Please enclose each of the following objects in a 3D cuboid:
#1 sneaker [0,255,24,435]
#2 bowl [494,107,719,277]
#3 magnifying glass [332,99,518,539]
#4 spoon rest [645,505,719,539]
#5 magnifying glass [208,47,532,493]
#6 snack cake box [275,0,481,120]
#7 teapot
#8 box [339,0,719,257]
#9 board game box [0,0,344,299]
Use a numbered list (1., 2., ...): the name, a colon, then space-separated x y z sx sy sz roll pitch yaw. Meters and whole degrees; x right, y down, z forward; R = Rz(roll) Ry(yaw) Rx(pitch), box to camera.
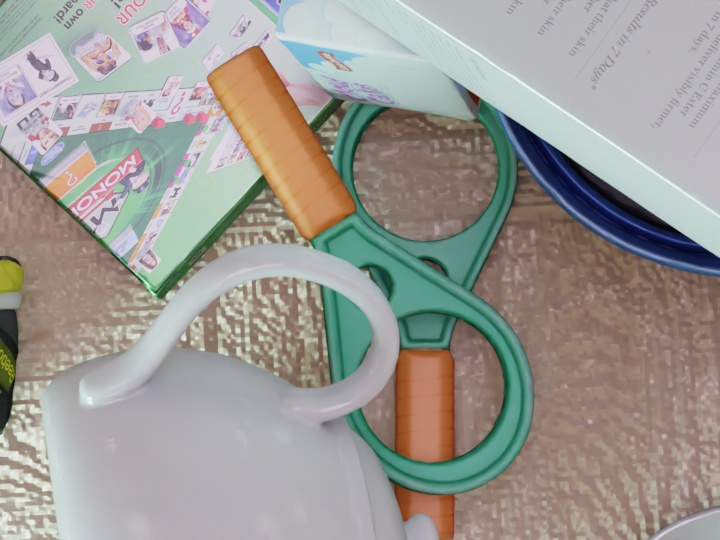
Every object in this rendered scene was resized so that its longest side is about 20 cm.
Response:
1. sneaker: -0.205 0.043 0.903 0.074 0.200 0.085 -5 94 43
2. bowl: 0.145 -0.096 0.887 0.200 0.039 0.202 0 86 2
3. magnifying glass: 0.027 0.013 0.973 0.079 0.022 0.201 0 85 1
4. spoon rest: 0.189 0.117 0.941 0.200 0.061 0.099 -38 85 -3
5. magnifying glass: 0.000 0.000 0.943 0.079 0.022 0.200 -31 87 -3
6. snack cake box: 0.026 -0.171 0.913 0.067 0.115 0.201 10 84 9
7. teapot: -0.041 0.113 0.886 0.145 0.200 0.198 -9 74 -8
8. box: 0.086 -0.108 0.778 0.200 0.097 0.125 36 89 18
9. board game box: -0.067 -0.106 0.981 0.135 0.029 0.200 43 86 3
